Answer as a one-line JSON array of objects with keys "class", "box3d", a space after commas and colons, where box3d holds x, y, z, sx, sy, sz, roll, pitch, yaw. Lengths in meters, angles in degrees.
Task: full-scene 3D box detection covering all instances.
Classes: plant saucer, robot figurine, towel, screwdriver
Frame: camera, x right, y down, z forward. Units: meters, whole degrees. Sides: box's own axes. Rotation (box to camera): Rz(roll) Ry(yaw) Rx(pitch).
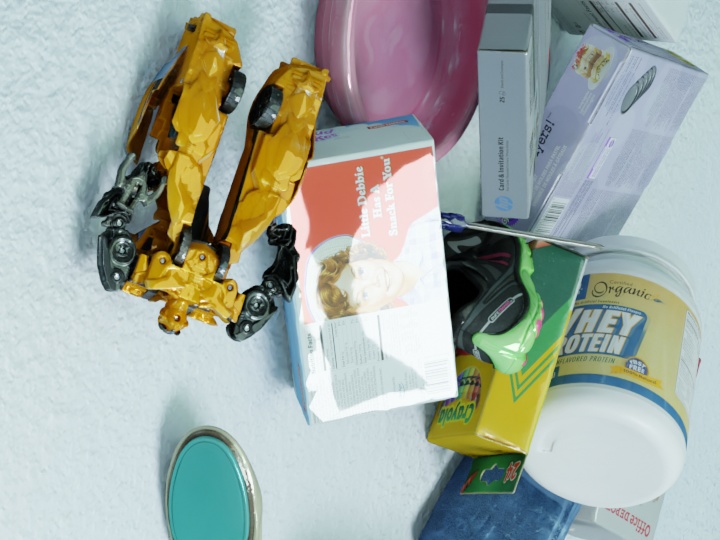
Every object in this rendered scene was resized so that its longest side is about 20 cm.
[{"class": "plant saucer", "box3d": [0.029, -0.177, 1.320, 0.200, 0.051, 0.201, -21, 115, -52]}, {"class": "robot figurine", "box3d": [-0.095, -0.054, 1.137, 0.145, 0.058, 0.201, 23, 78, -25]}, {"class": "towel", "box3d": [0.136, 0.189, 1.523, 0.112, 0.049, 0.200, 38, 57, -3]}, {"class": "screwdriver", "box3d": [0.095, -0.033, 1.371, 0.199, 0.029, 0.028, 9, 85, -18]}]

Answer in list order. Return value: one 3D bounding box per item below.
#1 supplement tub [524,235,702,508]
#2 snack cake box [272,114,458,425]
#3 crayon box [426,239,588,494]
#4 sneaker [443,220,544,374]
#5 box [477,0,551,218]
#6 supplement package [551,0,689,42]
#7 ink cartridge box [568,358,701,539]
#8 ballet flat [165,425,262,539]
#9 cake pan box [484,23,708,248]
[{"class": "supplement tub", "box3d": [0.213, 0.083, 1.500, 0.200, 0.144, 0.145, -73, 149, -41]}, {"class": "snack cake box", "box3d": [0.000, 0.000, 1.258, 0.114, 0.067, 0.201, -9, 112, -8]}, {"class": "crayon box", "box3d": [0.114, 0.081, 1.441, 0.051, 0.127, 0.201, 21, 76, -13]}, {"class": "sneaker", "box3d": [0.087, 0.007, 1.369, 0.083, 0.200, 0.077, 21, 108, -14]}, {"class": "box", "box3d": [0.122, -0.164, 1.380, 0.200, 0.041, 0.156, -75, 165, -47]}, {"class": "supplement package", "box3d": [0.224, -0.322, 1.513, 0.156, 0.111, 0.201, 37, 67, -53]}, {"class": "ink cartridge box", "box3d": [0.240, 0.152, 1.678, 0.145, 0.083, 0.201, 33, 71, -54]}, {"class": "ballet flat", "box3d": [-0.096, 0.192, 1.229, 0.069, 0.069, 0.201, -24, 119, -51]}, {"class": "cake pan box", "box3d": [0.207, -0.106, 1.534, 0.184, 0.052, 0.201, 2, 120, -56]}]
